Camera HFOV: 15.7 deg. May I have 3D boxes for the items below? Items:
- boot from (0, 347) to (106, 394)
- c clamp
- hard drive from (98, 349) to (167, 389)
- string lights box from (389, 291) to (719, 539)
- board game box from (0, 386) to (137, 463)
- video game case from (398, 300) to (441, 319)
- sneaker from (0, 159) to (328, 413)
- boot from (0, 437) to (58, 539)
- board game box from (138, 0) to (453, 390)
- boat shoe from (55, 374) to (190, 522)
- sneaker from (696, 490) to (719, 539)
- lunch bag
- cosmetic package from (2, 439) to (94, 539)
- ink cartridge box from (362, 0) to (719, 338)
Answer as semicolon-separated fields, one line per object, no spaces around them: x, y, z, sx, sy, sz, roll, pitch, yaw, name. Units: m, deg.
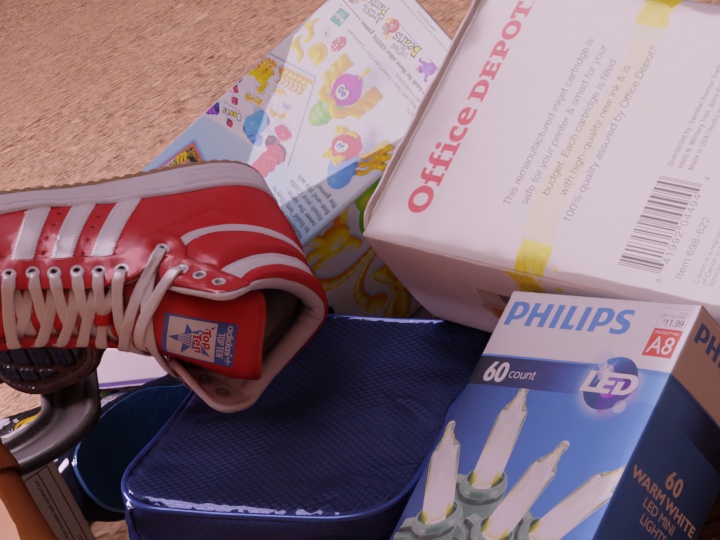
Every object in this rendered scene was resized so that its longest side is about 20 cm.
-0.164;0.008;1.337;0.097;0.075;0.200;-33;22;-31;boot
-0.209;0.085;1.310;0.171;0.027;0.200;-23;19;6;c clamp
-0.089;0.030;1.650;0.200;0.025;0.132;-24;11;-42;hard drive
0.070;0.108;1.022;0.103;0.059;0.200;3;58;45;string lights box
-0.209;0.134;1.560;0.126;0.035;0.200;-19;17;20;board game box
0.000;0.000;1.307;0.200;0.019;0.143;-24;57;19;video game case
-0.112;0.017;1.122;0.200;0.071;0.113;-16;42;-19;sneaker
-0.155;0.110;1.136;0.077;0.155;0.200;-7;-13;-26;boot
-0.019;-0.032;1.257;0.200;0.103;0.105;-42;53;5;board game box
-0.111;0.101;1.475;0.069;0.084;0.200;-24;-2;34;boat shoe
0.148;0.117;1.054;0.200;0.070;0.076;-25;33;20;sneaker
-0.014;0.121;1.143;0.136;0.132;0.200;3;29;23;lunch bag
-0.228;0.179;1.304;0.200;0.105;0.071;-34;18;-30;cosmetic package
0.123;-0.037;1.114;0.200;0.083;0.145;15;68;36;ink cartridge box
